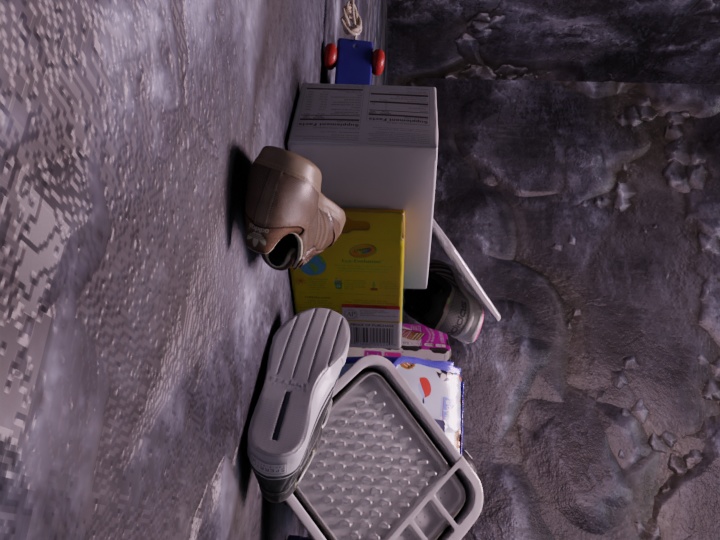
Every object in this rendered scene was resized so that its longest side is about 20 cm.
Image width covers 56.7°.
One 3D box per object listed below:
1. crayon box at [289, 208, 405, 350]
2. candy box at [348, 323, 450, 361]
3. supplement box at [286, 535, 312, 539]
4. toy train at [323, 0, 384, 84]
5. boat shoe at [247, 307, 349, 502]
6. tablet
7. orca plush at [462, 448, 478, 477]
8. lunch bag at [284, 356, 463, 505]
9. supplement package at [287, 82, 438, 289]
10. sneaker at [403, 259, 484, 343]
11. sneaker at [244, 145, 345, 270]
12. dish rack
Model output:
[{"bbox_3d":[-0.012,0.000,0.731,0.052,0.123,0.203,-84,175,-46],"label":"crayon box"},{"bbox_3d":[0.040,0.126,1.052,0.137,0.193,0.063,-74,166,-79],"label":"candy box"},{"bbox_3d":[-0.035,0.414,0.748,0.110,0.105,0.205,-80,172,-63],"label":"supplement box"},{"bbox_3d":[-0.013,-0.281,0.952,0.116,0.082,0.206,117,-23,-74],"label":"toy train"},{"bbox_3d":[-0.060,0.114,0.607,0.202,0.070,0.072,-66,169,-53],"label":"boat shoe"},{"bbox_3d":[0.121,-0.022,0.883,0.131,0.014,0.201,52,8,-24],"label":"tablet"},{"bbox_3d":[0.069,0.201,0.849,0.199,0.103,0.073,35,-51,55],"label":"orca plush"},{"bbox_3d":[0.021,0.190,0.768,0.124,0.194,0.175,66,27,-68],"label":"lunch bag"},{"bbox_3d":[0.007,-0.091,0.758,0.203,0.151,0.113,89,5,-46],"label":"supplement package"},{"bbox_3d":[0.093,0.027,0.911,0.075,0.086,0.200,-62,-156,14],"label":"sneaker"},{"bbox_3d":[-0.062,-0.037,0.557,0.200,0.069,0.077,59,52,-77],"label":"sneaker"},{"bbox_3d":[0.014,0.208,0.666,0.202,0.171,0.043,52,-25,-2],"label":"dish rack"}]
